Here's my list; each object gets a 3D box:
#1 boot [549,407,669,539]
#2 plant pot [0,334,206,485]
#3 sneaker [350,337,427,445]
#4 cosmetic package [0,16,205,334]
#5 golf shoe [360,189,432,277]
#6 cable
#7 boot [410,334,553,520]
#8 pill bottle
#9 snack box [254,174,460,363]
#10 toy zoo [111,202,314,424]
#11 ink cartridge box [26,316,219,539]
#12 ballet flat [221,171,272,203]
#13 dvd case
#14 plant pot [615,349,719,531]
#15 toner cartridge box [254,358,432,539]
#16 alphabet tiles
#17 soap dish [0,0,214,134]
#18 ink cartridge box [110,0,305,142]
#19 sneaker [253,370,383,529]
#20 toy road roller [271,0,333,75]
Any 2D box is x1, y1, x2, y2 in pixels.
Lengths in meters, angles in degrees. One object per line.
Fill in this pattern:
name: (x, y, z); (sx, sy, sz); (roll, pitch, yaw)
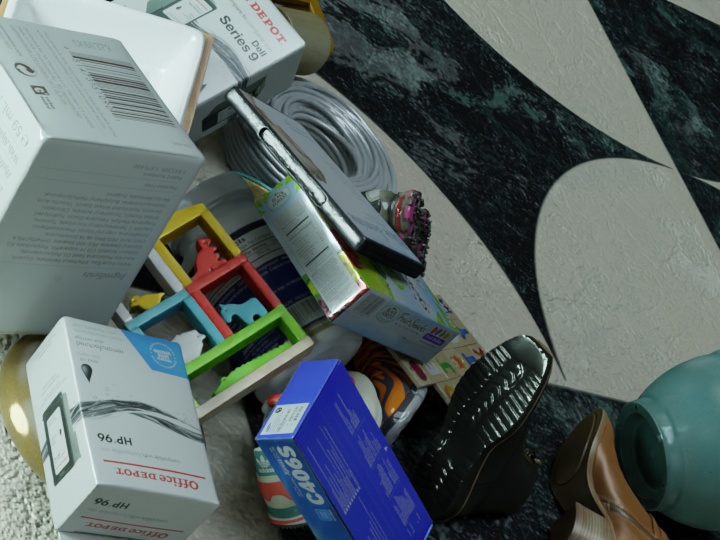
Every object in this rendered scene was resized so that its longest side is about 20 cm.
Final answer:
boot: (0.274, 0.252, 1.752); (0.154, 0.074, 0.201); (32, 45, -16)
plant pot: (-0.206, 0.120, 1.400); (0.199, 0.027, 0.201); (29, 35, -23)
sneaker: (0.005, 0.095, 1.637); (0.112, 0.078, 0.200); (35, 22, -7)
cosmetic package: (-0.266, -0.073, 1.370); (0.164, 0.201, 0.165); (4, 38, -47)
golf shoe: (0.026, -0.041, 1.763); (0.200, 0.091, 0.073); (63, 35, -70)
cable: (-0.055, -0.123, 1.819); (0.200, 0.069, 0.200); (47, 31, 3)
boot: (0.144, 0.152, 1.608); (0.138, 0.201, 0.078); (11, 32, -47)
pill bottle: (-0.096, 0.015, 1.563); (0.115, 0.116, 0.201); (-11, 61, -53)
snack box: (0.000, 0.000, 1.552); (0.143, 0.053, 0.200); (57, 14, 27)
toy zoo: (-0.150, 0.025, 1.471); (0.131, 0.021, 0.200); (-31, 72, -26)
ink cartridge box: (-0.182, 0.143, 1.309); (0.115, 0.068, 0.201); (15, 42, -38)
ballet flat: (-0.069, -0.025, 1.697); (0.199, 0.071, 0.071); (33, 33, -15)
dvd case: (-0.031, -0.078, 1.515); (0.200, 0.018, 0.142); (50, 11, 23)
plant pot: (0.359, 0.191, 1.830); (0.133, 0.201, 0.201); (-6, 52, -18)
toner cartridge box: (-0.010, 0.180, 1.428); (0.095, 0.043, 0.201); (-57, 130, -40)
alphabet tiles: (0.069, 0.068, 1.676); (0.167, 0.006, 0.200); (52, 22, 15)
soap dish: (-0.249, -0.171, 1.556); (0.198, 0.081, 0.159); (15, 63, -6)
ink cartridge box: (-0.177, -0.216, 1.691); (0.199, 0.084, 0.146); (-33, 76, -27)
sneaker: (-0.040, 0.133, 1.489); (0.200, 0.070, 0.094); (-59, 135, -50)
toy road roller: (-0.135, -0.289, 1.858); (0.123, 0.145, 0.202); (-2, 65, -59)
